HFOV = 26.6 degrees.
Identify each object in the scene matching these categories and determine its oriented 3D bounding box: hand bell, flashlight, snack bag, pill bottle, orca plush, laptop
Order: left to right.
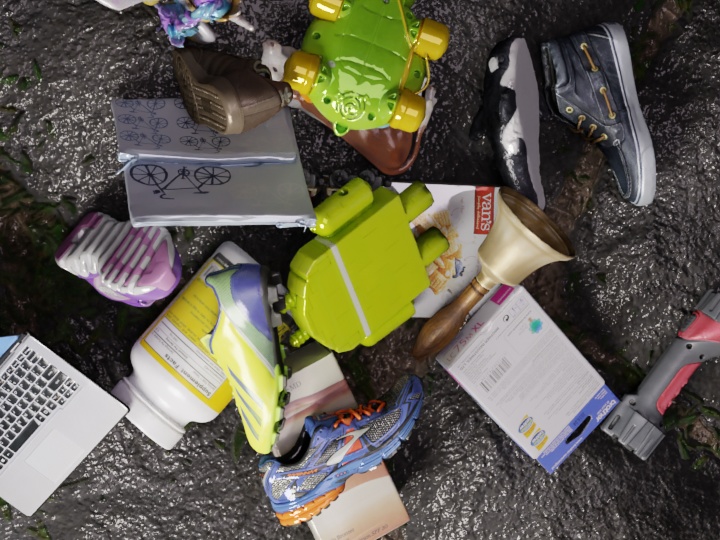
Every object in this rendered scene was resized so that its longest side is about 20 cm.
[{"bbox_3d":[-0.364,0.159,1.464,0.200,0.116,0.187,39,117,-12],"label":"laptop"},{"bbox_3d":[-0.159,0.079,1.544,0.112,0.112,0.200,42,86,-13],"label":"pill bottle"},{"bbox_3d":[-0.148,-0.109,1.499,0.187,0.201,0.022,0,132,-13],"label":"snack bag"},{"bbox_3d":[0.119,0.021,1.580,0.104,0.104,0.200,37,109,-14],"label":"hand bell"},{"bbox_3d":[0.156,-0.146,1.633,0.105,0.071,0.202,-43,122,-51],"label":"orca plush"},{"bbox_3d":[0.357,0.118,1.693,0.201,0.068,0.068,-55,142,0],"label":"flashlight"}]

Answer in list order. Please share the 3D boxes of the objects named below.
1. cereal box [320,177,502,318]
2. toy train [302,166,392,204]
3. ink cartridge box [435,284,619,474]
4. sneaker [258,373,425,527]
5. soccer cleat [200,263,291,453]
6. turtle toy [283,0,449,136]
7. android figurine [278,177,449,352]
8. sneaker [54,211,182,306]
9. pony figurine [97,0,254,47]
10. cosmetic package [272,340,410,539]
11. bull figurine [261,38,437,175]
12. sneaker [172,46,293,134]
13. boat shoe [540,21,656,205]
[{"bbox_3d":[0.054,-0.023,1.619,0.198,0.040,0.145,1,96,-13],"label":"cereal box"},{"bbox_3d":[-0.067,-0.083,1.560,0.198,0.034,0.046,2,100,7],"label":"toy train"},{"bbox_3d":[0.183,0.117,1.648,0.119,0.042,0.200,-46,117,-5],"label":"ink cartridge box"},{"bbox_3d":[-0.018,0.168,1.517,0.200,0.075,0.079,-40,100,-8],"label":"sneaker"},{"bbox_3d":[-0.112,0.085,1.480,0.083,0.065,0.202,0,115,4],"label":"soccer cleat"},{"bbox_3d":[0.008,-0.224,1.497,0.145,0.101,0.202,20,80,-7],"label":"turtle toy"},{"bbox_3d":[0.000,0.000,1.530,0.200,0.041,0.183,-39,130,-18],"label":"android figurine"},{"bbox_3d":[-0.220,-0.001,1.492,0.081,0.199,0.089,-51,121,-16],"label":"sneaker"},{"bbox_3d":[-0.183,-0.295,1.454,0.193,0.200,0.167,44,86,-13],"label":"pony figurine"},{"bbox_3d":[-0.038,0.188,1.595,0.103,0.087,0.201,-28,101,-8],"label":"cosmetic package"},{"bbox_3d":[-0.011,-0.189,1.574,0.200,0.065,0.122,39,85,-13],"label":"bull figurine"},{"bbox_3d":[-0.126,-0.178,1.486,0.075,0.200,0.071,-16,117,-17],"label":"sneaker"},{"bbox_3d":[0.254,-0.161,1.640,0.090,0.071,0.202,-14,92,-10],"label":"boat shoe"}]
